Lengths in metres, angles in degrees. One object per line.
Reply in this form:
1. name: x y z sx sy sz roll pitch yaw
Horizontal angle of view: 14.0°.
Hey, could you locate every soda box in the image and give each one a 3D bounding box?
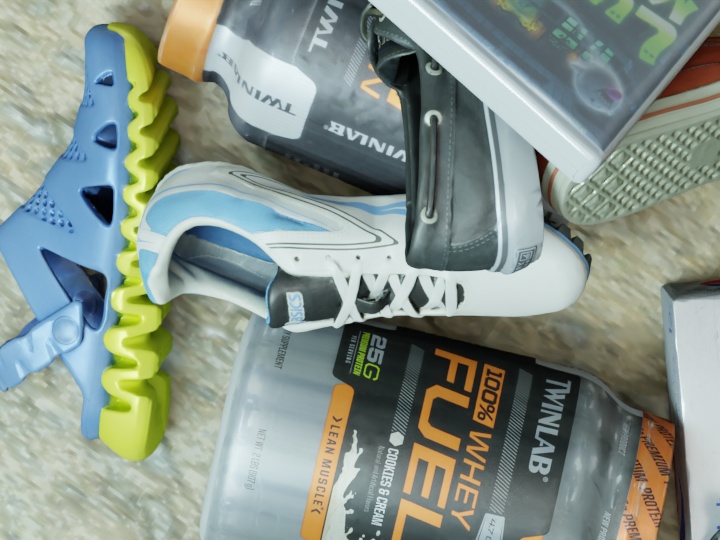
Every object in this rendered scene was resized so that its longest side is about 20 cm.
1. soda box: 0.180 0.105 1.344 0.068 0.063 0.201 -6 96 1

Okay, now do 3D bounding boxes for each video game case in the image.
1. video game case: 0.063 -0.156 1.206 0.200 0.023 0.182 42 52 0

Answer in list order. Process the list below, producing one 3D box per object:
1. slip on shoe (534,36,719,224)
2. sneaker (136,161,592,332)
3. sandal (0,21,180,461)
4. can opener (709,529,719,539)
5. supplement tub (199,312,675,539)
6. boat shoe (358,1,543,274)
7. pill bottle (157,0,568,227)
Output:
1. slip on shoe: 0.153 -0.075 1.251 0.199 0.074 0.061 -17 53 -27
2. sneaker: 0.000 0.000 1.273 0.199 0.072 0.073 6 52 8
3. sandal: -0.128 -0.014 1.344 0.086 0.079 0.201 5 95 6
4. can opener: 0.163 0.185 1.267 0.078 0.063 0.201 25 74 1
5. supplement tub: 0.035 0.092 1.322 0.199 0.123 0.123 12 97 1
6. boat shoe: 0.031 -0.093 1.222 0.056 0.069 0.201 -6 69 -13
7. pill bottle: 0.012 -0.088 1.312 0.199 0.106 0.107 22 97 1
